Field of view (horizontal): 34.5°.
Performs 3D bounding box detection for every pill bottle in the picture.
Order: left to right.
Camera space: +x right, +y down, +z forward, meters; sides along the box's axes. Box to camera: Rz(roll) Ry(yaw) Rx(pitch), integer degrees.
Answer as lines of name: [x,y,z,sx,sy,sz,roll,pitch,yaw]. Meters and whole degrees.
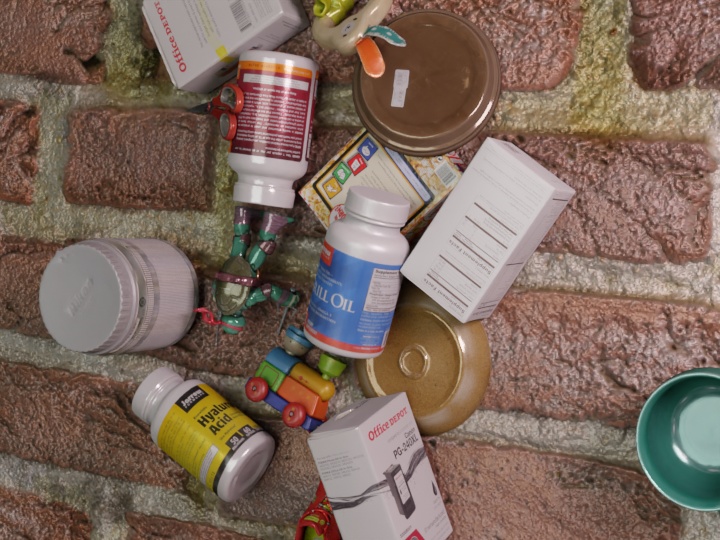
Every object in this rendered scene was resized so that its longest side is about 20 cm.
pill bottle: [-0.226,0.226,1.640,0.199,0.111,0.113,33,104,21]
pill bottle: [-0.122,-0.191,1.583,0.111,0.113,0.204,9,94,25]
pill bottle: [0.000,0.000,1.481,0.111,0.112,0.203,20,105,23]

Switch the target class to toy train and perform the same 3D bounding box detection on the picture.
toy train: [-0.053,0.166,1.571,0.198,0.084,0.117,30,90,29]

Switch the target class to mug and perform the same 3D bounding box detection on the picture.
mug: [0.400,0.205,1.341,0.150,0.114,0.189,12,97,24]

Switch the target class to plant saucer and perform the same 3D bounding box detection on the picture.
plant saucer: [0.075,0.120,1.537,0.197,0.035,0.204,1,92,25]
plant saucer: [0.084,-0.247,1.496,0.196,0.029,0.204,-2,78,10]

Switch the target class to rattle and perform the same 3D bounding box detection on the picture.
rattle: [-0.024,-0.349,1.482,0.128,0.201,0.144,-17,127,8]

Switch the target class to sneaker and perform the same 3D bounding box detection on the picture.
sneaker: [-0.041,0.327,1.568,0.076,0.085,0.203,24,101,22]

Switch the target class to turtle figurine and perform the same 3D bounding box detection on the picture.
turtle figurine: [-0.156,0.016,1.616,0.148,0.100,0.204,13,91,24]

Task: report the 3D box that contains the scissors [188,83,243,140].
scissors: [-0.203,-0.234,1.614,0.200,0.014,0.074,39,122,59]

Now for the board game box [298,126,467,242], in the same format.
board game box: [0.033,-0.113,1.547,0.200,0.046,0.152,-42,74,20]

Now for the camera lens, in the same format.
camera lens: [-0.334,0.036,1.639,0.157,0.199,0.163,0,91,24]

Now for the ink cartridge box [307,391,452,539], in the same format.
ink cartridge box: [0.028,0.275,1.481,0.082,0.145,0.203,-17,95,29]

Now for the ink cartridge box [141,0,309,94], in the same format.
ink cartridge box: [-0.191,-0.362,1.629,0.198,0.083,0.147,-28,79,23]

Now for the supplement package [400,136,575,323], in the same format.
supplement package: [0.159,-0.049,1.451,0.109,0.113,0.201,38,105,18]
